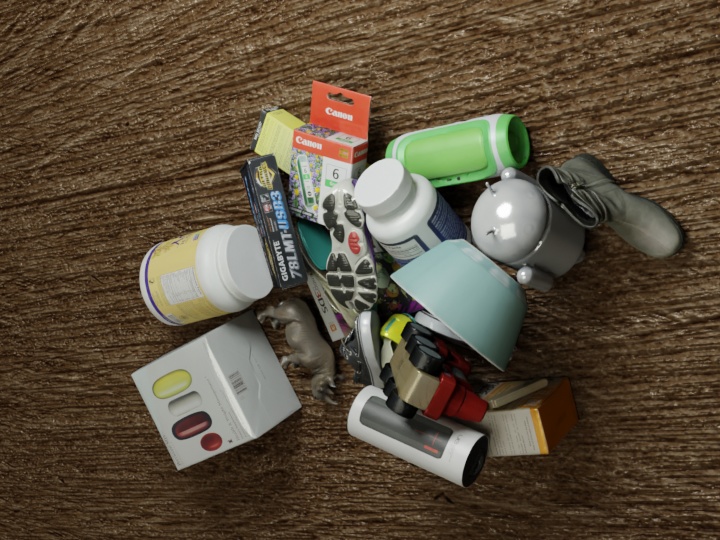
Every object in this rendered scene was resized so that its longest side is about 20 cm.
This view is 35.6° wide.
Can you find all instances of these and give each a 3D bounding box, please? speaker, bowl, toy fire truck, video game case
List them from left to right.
[{"bbox_3d":[0.000,0.000,1.770,0.199,0.036,0.183,-21,94,36],"label":"video game case"},{"bbox_3d":[0.083,0.238,1.616,0.199,0.081,0.082,21,116,28],"label":"speaker"},{"bbox_3d":[0.137,-0.167,1.598,0.198,0.088,0.089,-8,102,34],"label":"speaker"},{"bbox_3d":[0.146,0.158,1.608,0.199,0.176,0.130,26,100,-9],"label":"toy fire truck"},{"bbox_3d":[0.147,0.033,1.516,0.200,0.201,0.105,40,93,16],"label":"bowl"}]

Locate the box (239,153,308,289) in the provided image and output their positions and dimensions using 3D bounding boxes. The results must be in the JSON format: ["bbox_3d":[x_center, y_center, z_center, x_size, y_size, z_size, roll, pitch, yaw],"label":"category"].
[{"bbox_3d":[-0.136,-0.074,1.743,0.049,0.198,0.202,-16,94,-10],"label":"box"}]

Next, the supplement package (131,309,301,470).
[{"bbox_3d":[-0.248,0.207,1.930,0.199,0.147,0.193,-27,90,35],"label":"supplement package"}]

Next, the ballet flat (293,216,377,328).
[{"bbox_3d":[-0.052,0.007,1.745,0.201,0.067,0.062,54,135,6],"label":"ballet flat"}]

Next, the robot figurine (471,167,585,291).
[{"bbox_3d":[0.225,-0.055,1.509,0.112,0.199,0.171,-26,59,34],"label":"robot figurine"}]

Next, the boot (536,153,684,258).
[{"bbox_3d":[0.324,-0.073,1.479,0.200,0.130,0.068,41,123,14],"label":"boot"}]

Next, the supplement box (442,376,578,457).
[{"bbox_3d":[0.203,0.218,1.656,0.198,0.126,0.074,-10,101,34],"label":"supplement box"}]

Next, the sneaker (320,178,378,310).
[{"bbox_3d":[-0.003,-0.038,1.640,0.080,0.083,0.202,6,114,22],"label":"sneaker"}]

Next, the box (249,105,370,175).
[{"bbox_3d":[-0.077,-0.176,1.753,0.199,0.050,0.076,34,121,20],"label":"box"}]

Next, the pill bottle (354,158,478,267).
[{"bbox_3d":[0.077,-0.066,1.594,0.110,0.112,0.200,-10,141,34],"label":"pill bottle"}]

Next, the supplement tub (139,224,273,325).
[{"bbox_3d":[-0.254,0.006,1.868,0.199,0.145,0.147,-14,98,35],"label":"supplement tub"}]

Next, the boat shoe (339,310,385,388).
[{"bbox_3d":[0.001,0.124,1.737,0.065,0.200,0.071,0,62,8],"label":"boat shoe"}]

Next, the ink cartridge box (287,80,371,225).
[{"bbox_3d":[-0.048,-0.170,1.672,0.108,0.050,0.202,19,118,25],"label":"ink cartridge box"}]

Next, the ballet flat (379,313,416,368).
[{"bbox_3d":[0.065,0.161,1.736,0.066,0.067,0.202,13,128,38],"label":"ballet flat"}]

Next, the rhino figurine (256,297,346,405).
[{"bbox_3d":[-0.087,0.136,1.856,0.087,0.060,0.201,-26,94,25],"label":"rhino figurine"}]

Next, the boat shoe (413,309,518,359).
[{"bbox_3d":[0.159,0.076,1.665,0.199,0.073,0.069,14,77,56],"label":"boat shoe"}]
